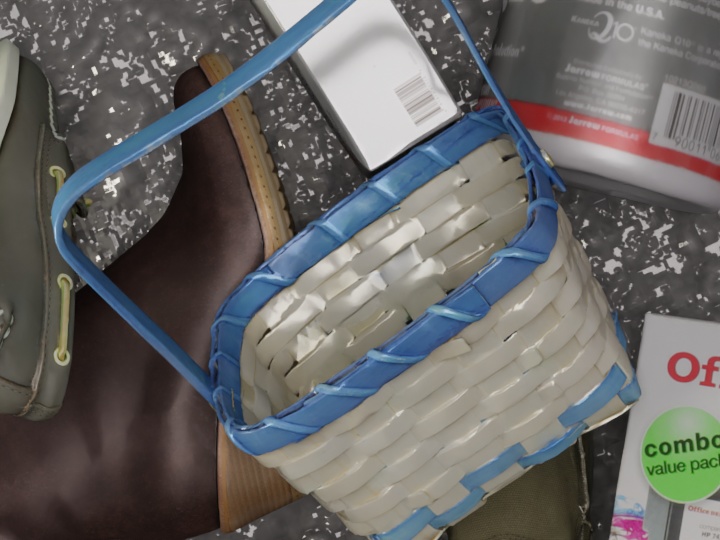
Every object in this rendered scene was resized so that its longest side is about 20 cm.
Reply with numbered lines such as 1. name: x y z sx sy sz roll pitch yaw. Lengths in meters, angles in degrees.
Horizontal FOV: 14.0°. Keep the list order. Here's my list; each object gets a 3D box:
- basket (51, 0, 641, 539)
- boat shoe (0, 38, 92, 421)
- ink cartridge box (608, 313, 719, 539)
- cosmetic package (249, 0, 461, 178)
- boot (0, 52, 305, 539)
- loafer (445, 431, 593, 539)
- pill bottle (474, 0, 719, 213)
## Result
1. basket: 0.000 0.000 1.144 0.176 0.139 0.200 -33 120 8
2. boat shoe: -0.145 -0.017 1.210 0.060 0.202 0.072 26 126 -22
3. ink cartridge box: 0.188 0.128 1.194 0.146 0.146 0.201 8 88 25
4. cosmetic package: -0.031 -0.136 1.247 0.051 0.083 0.201 -32 89 1
5. boot: -0.104 0.019 1.248 0.165 0.072 0.201 -12 88 0
6. loafer: 0.069 0.104 1.250 0.075 0.070 0.201 -9 89 -1
7. pill bottle: 0.123 -0.133 1.233 0.113 0.114 0.201 14 88 -1
